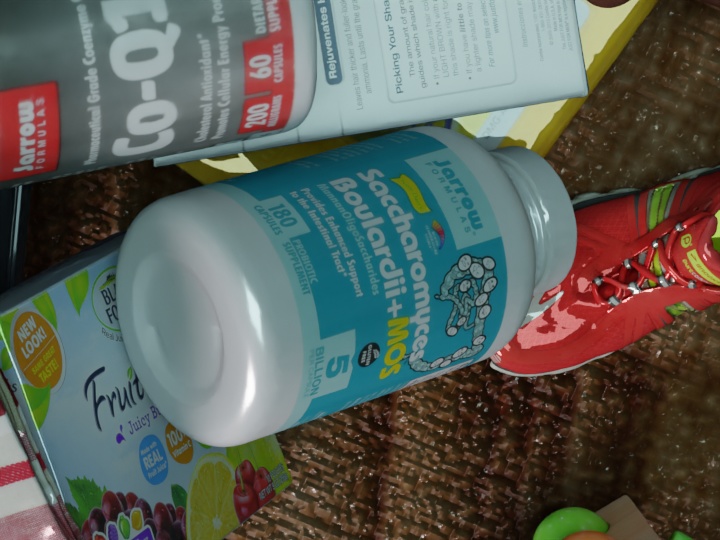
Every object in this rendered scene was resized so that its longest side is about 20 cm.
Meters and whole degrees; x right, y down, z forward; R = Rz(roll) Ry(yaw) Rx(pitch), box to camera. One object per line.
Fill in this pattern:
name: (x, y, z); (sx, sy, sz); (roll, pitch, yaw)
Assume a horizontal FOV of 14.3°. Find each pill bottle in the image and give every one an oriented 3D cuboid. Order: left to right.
pill bottle: (-0.128, -0.095, 1.188); (0.199, 0.114, 0.114); (-13, 97, -17)
pill bottle: (0.000, 0.000, 1.262); (0.200, 0.111, 0.111); (-18, 98, -36)

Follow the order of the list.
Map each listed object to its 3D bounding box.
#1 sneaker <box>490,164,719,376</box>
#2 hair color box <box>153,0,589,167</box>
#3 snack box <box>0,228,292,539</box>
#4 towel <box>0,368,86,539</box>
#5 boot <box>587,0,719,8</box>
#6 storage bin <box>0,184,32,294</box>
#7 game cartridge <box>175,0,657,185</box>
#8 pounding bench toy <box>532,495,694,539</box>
sneaker: (0.145, -0.010, 1.339); (0.199, 0.085, 0.077); (-25, 96, -1)
hair color box: (-0.003, -0.113, 1.303); (0.199, 0.061, 0.100); (-9, 97, -1)
snack box: (-0.110, 0.065, 1.276); (0.053, 0.200, 0.143); (-18, 98, 24)
towel: (-0.211, 0.055, 1.162); (0.144, 0.023, 0.201); (-18, 107, 17)
boot: (0.196, -0.094, 1.304); (0.068, 0.188, 0.200); (-26, 94, 43)
storage bin: (-0.255, -0.012, 1.313); (0.199, 0.094, 0.136); (6, 96, -3)
game cartridge: (0.014, -0.100, 1.349); (0.176, 0.032, 0.200); (35, 92, -6)
pounding bench toy: (0.142, 0.178, 1.339); (0.200, 0.124, 0.156); (-32, 97, 1)
